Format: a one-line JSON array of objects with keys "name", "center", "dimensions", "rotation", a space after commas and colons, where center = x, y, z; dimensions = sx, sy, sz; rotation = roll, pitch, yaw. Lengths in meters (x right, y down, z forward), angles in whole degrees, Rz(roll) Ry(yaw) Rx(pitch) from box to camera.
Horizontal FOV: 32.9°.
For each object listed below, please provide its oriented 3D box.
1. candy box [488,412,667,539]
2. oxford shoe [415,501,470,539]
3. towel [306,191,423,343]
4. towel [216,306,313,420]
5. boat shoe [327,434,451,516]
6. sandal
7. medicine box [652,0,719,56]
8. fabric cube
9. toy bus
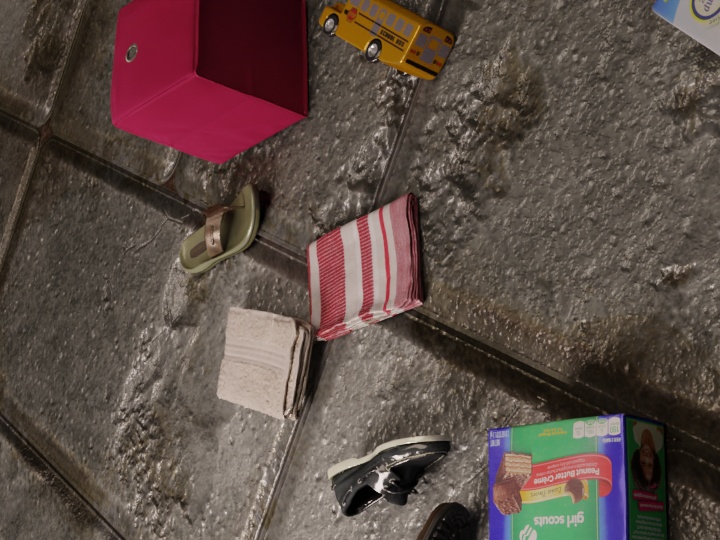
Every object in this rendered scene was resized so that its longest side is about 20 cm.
[{"name": "candy box", "center": [0.205, 0.246, 1.165], "dimensions": [0.169, 0.077, 0.200], "rotation": [-15, 68, 45]}, {"name": "oxford shoe", "center": [0.053, 0.329, 1.319], "dimensions": [0.084, 0.073, 0.200], "rotation": [39, 108, 50]}, {"name": "towel", "center": [0.000, 0.000, 1.522], "dimensions": [0.200, 0.023, 0.144], "rotation": [-24, 60, 43]}, {"name": "towel", "center": [-0.131, 0.120, 1.612], "dimensions": [0.200, 0.034, 0.133], "rotation": [6, 85, 55]}, {"name": "boat shoe", "center": [0.034, 0.234, 1.370], "dimensions": [0.199, 0.074, 0.066], "rotation": [-27, 61, 42]}, {"name": "sandal", "center": [-0.208, -0.055, 1.751], "dimensions": [0.201, 0.057, 0.080], "rotation": [-36, 53, 37]}, {"name": "medicine box", "center": [0.396, -0.254, 1.082], "dimensions": [0.182, 0.103, 0.200], "rotation": [-59, 42, 18]}, {"name": "fabric cube", "center": [-0.212, -0.293, 1.721], "dimensions": [0.199, 0.200, 0.197], "rotation": [-20, 63, 44]}, {"name": "toy bus", "center": [0.029, -0.304, 1.550], "dimensions": [0.200, 0.065, 0.078], "rotation": [41, 109, 47]}]
